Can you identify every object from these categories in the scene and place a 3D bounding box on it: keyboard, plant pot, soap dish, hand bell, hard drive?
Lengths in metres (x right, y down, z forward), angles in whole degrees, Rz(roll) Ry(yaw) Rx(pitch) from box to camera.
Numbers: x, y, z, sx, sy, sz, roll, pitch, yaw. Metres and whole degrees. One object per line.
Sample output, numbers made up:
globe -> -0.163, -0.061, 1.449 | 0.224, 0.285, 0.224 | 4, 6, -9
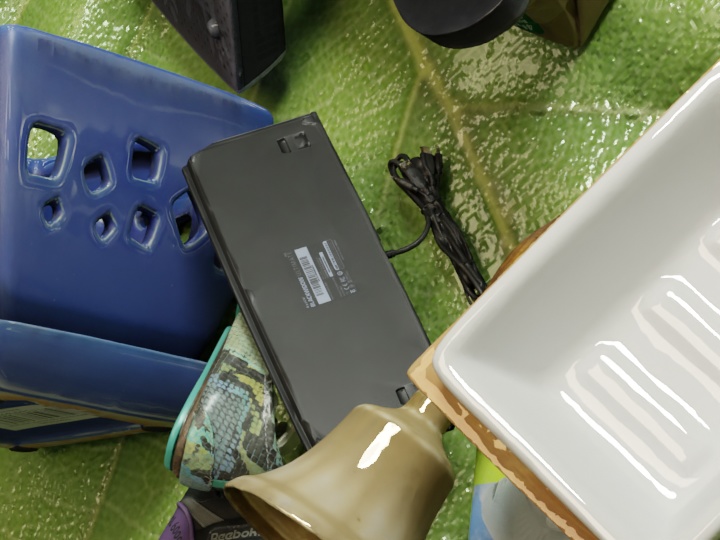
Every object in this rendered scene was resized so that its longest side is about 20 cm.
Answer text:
keyboard -> 0.000, 0.000, 1.175 | 0.127, 0.021, 0.200 | -17, 56, -11
plant pot -> -0.181, -0.006, 1.269 | 0.199, 0.200, 0.181 | -11, 72, 39
soap dish -> 0.144, 0.029, 0.984 | 0.200, 0.081, 0.157 | -44, 65, -4
hand bell -> 0.040, 0.050, 1.066 | 0.104, 0.104, 0.200 | 23, 70, 45
hard drive -> -0.096, -0.199, 1.327 | 0.200, 0.042, 0.135 | 50, 151, 47

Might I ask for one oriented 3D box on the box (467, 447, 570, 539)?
box -> 0.103, 0.135, 1.050 | 0.122, 0.048, 0.201 | -11, 64, 39

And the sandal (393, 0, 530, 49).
sandal -> 0.027, -0.184, 1.115 | 0.076, 0.043, 0.201 | -36, 52, 27

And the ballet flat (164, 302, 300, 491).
ballet flat -> -0.038, 0.034, 1.201 | 0.074, 0.074, 0.200 | -16, 40, 37

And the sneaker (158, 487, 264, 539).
sneaker -> -0.029, 0.140, 1.151 | 0.200, 0.076, 0.088 | 7, 71, 44

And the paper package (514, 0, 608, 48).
paper package -> 0.066, -0.238, 1.205 | 0.200, 0.103, 0.191 | 36, 99, 44
